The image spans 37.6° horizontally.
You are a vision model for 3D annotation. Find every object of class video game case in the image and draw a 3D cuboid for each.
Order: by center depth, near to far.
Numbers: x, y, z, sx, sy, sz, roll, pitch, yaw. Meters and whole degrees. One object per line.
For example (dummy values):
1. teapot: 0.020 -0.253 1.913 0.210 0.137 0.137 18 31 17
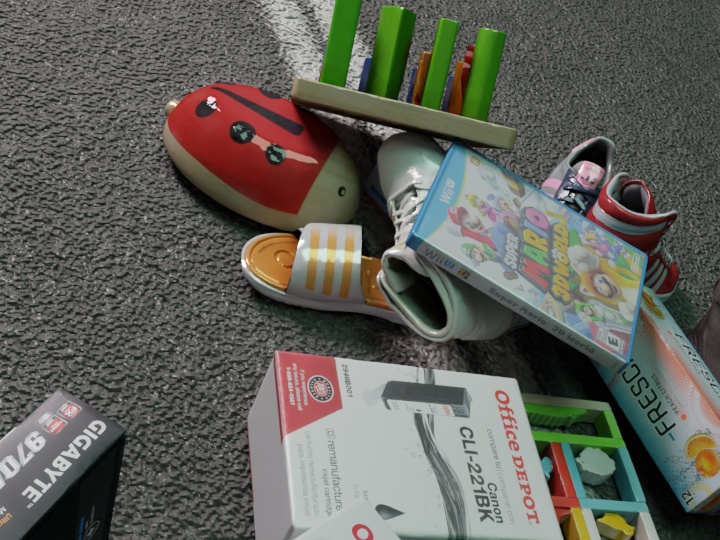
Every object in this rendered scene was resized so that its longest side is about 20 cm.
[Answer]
1. video game case: 0.142 -0.016 0.871 0.198 0.018 0.144 31 43 -3

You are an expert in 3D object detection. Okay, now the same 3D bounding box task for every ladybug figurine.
1. ladybug figurine: -0.086 -0.110 0.958 0.198 0.072 0.136 25 42 -2

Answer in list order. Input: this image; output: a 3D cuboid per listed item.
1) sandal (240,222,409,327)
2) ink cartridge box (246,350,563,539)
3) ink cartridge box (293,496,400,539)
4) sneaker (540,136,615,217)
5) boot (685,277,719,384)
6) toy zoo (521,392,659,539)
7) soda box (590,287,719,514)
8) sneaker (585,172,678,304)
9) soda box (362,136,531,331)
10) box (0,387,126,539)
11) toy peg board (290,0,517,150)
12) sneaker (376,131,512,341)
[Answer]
1. sandal: 0.000 -0.006 0.908 0.204 0.060 0.080 12 43 -17
2. ink cartridge box: 0.028 0.147 0.751 0.197 0.084 0.146 9 44 -20
3. ink cartridge box: -0.041 0.251 0.566 0.199 0.146 0.145 -24 61 -42
4. sneaker: 0.206 -0.066 1.057 0.070 0.082 0.201 30 44 0
5. boot: 0.349 0.086 0.909 0.069 0.175 0.201 -12 53 -35
6. toy zoo: 0.168 0.185 0.833 0.129 0.021 0.202 9 44 -20
7. soda box: 0.264 0.106 0.906 0.063 0.068 0.201 16 37 -45
8. sneaker: 0.269 -0.029 1.009 0.199 0.113 0.071 -1 36 -48
9. soda box: 0.093 -0.037 0.976 0.068 0.064 0.200 -8 52 -51
10. box: -0.189 0.177 0.522 0.046 0.202 0.159 29 41 11
11. toy peg board: 0.041 -0.183 0.988 0.197 0.099 0.199 13 6 -5
12. sneaker: 0.050 -0.033 0.884 0.115 0.073 0.202 -2 61 -56
